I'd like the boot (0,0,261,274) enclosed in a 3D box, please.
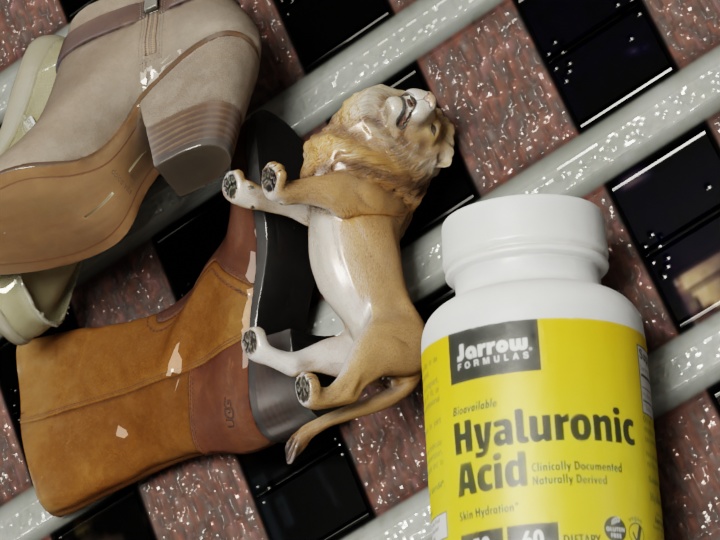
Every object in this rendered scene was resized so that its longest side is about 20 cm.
[{"bbox_3d":[-0.145,-0.084,1.286,0.200,0.070,0.146,-17,44,6],"label":"boot"}]

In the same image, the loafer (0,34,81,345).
[{"bbox_3d":[-0.168,-0.052,1.341,0.068,0.076,0.200,-8,57,25],"label":"loafer"}]

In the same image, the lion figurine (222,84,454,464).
[{"bbox_3d":[0.000,0.000,1.234,0.072,0.122,0.200,-16,74,53],"label":"lion figurine"}]

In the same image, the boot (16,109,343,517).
[{"bbox_3d":[-0.105,0.024,1.323,0.200,0.068,0.189,-19,74,32],"label":"boot"}]

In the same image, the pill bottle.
[{"bbox_3d":[0.086,0.070,1.157,0.111,0.111,0.200,-13,69,26],"label":"pill bottle"}]
